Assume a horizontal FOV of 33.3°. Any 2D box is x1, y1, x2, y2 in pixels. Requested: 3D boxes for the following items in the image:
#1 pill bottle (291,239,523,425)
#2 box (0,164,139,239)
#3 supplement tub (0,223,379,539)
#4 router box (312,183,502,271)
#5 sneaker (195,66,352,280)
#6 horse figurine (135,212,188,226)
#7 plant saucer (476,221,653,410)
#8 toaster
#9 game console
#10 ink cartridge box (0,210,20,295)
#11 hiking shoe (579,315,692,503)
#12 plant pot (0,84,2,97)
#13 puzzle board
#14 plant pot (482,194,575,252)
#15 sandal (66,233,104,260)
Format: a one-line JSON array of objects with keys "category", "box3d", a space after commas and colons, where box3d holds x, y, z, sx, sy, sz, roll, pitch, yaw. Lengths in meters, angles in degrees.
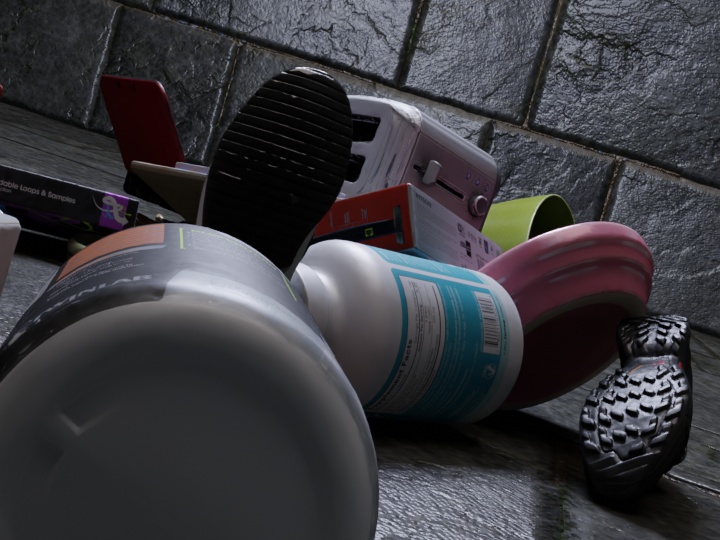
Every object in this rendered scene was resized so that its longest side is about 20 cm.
[{"category": "pill bottle", "box3d": [0.012, 0.042, 0.799, 0.198, 0.113, 0.110, 12, 7, -46]}, {"category": "box", "box3d": [-0.311, -0.064, 1.063, 0.197, 0.037, 0.142, 16, -10, -27]}, {"category": "supplement tub", "box3d": [-0.066, 0.051, 0.413, 0.121, 0.125, 0.200, 16, 6, -10]}, {"category": "router box", "box3d": [0.000, 0.000, 0.945, 0.177, 0.050, 0.199, -12, -17, 23]}, {"category": "sneaker", "box3d": [-0.064, -0.019, 0.689, 0.073, 0.203, 0.088, 21, 4, -12]}, {"category": "horse figurine", "box3d": [-0.182, -0.036, 1.286, 0.131, 0.051, 0.199, 14, 3, 22]}, {"category": "plant saucer", "box3d": [0.147, 0.046, 0.946, 0.199, 0.201, 0.051, 11, 42, -45]}, {"category": "toaster", "box3d": [0.016, -0.084, 1.060, 0.198, 0.115, 0.128, 16, -11, 47]}, {"category": "game console", "box3d": [-0.173, -0.119, 1.237, 0.170, 0.121, 0.199, 11, 5, -30]}, {"category": "ink cartridge box", "box3d": [-0.266, -0.005, 0.532, 0.143, 0.085, 0.200, 18, 5, 10]}, {"category": "hiking shoe", "box3d": [0.207, 0.114, 0.856, 0.075, 0.102, 0.200, -4, 25, 27]}, {"category": "plant pot", "box3d": [-0.353, -0.105, 0.773, 0.175, 0.202, 0.200, 30, 6, 2]}, {"category": "puzzle board", "box3d": [-0.071, -0.050, 0.982, 0.196, 0.018, 0.151, 10, -13, 13]}, {"category": "plant pot", "box3d": [0.212, -0.024, 1.885, 0.197, 0.191, 0.186, 3, -4, 34]}, {"category": "sandal", "box3d": [-0.176, -0.010, 0.993, 0.199, 0.058, 0.079, 21, 5, 40]}]
